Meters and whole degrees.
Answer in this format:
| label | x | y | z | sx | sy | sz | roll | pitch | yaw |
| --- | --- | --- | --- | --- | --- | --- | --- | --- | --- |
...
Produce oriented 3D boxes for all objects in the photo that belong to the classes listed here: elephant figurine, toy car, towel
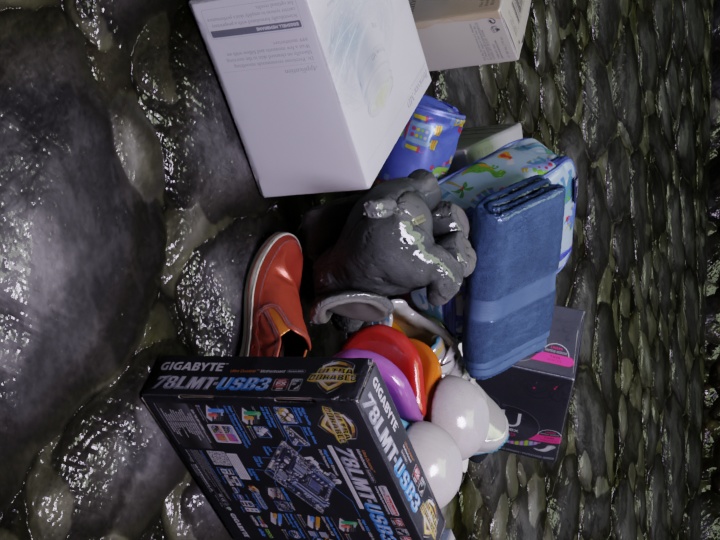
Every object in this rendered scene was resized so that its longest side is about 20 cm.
| label | x | y | z | sx | sy | sz | roll | pitch | yaw |
| --- | --- | --- | --- | --- | --- | --- | --- | --- | --- |
| elephant figurine | 0.000 | 0.000 | 1.190 | 0.156 | 0.198 | 0.142 | 52 | 33 | -18 |
| toy car | 0.017 | 0.134 | 1.188 | 0.200 | 0.172 | 0.152 | -48 | 128 | -55 |
| towel | 0.148 | 0.008 | 1.252 | 0.111 | 0.048 | 0.203 | -23 | 131 | -31 |

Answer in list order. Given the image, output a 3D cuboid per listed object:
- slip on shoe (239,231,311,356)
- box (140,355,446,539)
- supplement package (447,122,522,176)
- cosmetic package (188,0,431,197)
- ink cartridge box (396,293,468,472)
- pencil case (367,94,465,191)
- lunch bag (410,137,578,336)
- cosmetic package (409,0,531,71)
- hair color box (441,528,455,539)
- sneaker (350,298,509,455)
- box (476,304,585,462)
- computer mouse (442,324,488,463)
| label | x | y | z | sx | sy | sz | roll | pitch | yaw |
| --- | --- | --- | --- | --- | --- | --- | --- | --- | --- |
| slip on shoe | -0.071 | 0.057 | 1.136 | 0.074 | 0.060 | 0.203 | 49 | 40 | -49 |
| box | -0.050 | 0.152 | 1.017 | 0.202 | 0.195 | 0.050 | 65 | 35 | -37 |
| supplement package | 0.112 | -0.098 | 1.470 | 0.199 | 0.115 | 0.119 | -28 | 113 | -61 |
| cosmetic package | -0.037 | -0.208 | 1.168 | 0.200 | 0.121 | 0.202 | -61 | 142 | -47 |
| ink cartridge box | 0.084 | 0.124 | 1.452 | 0.116 | 0.066 | 0.204 | 36 | 55 | -58 |
| pencil case | 0.050 | -0.085 | 1.313 | 0.086 | 0.078 | 0.203 | -5 | 117 | -47 |
| lunch bag | 0.142 | -0.035 | 1.319 | 0.198 | 0.082 | 0.163 | -29 | 135 | -31 |
| cosmetic package | 0.071 | -0.268 | 1.309 | 0.073 | 0.197 | 0.105 | 57 | 38 | -46 |
| hair color box | 0.064 | 0.397 | 1.393 | 0.201 | 0.060 | 0.100 | -67 | 144 | -43 |
| sneaker | 0.080 | 0.113 | 1.307 | 0.199 | 0.081 | 0.077 | 41 | 53 | -3 |
| box | 0.208 | 0.138 | 1.581 | 0.201 | 0.120 | 0.107 | 88 | 16 | -52 |
| computer mouse | 0.106 | 0.118 | 1.391 | 0.059 | 0.033 | 0.204 | -32 | 111 | -71 |
